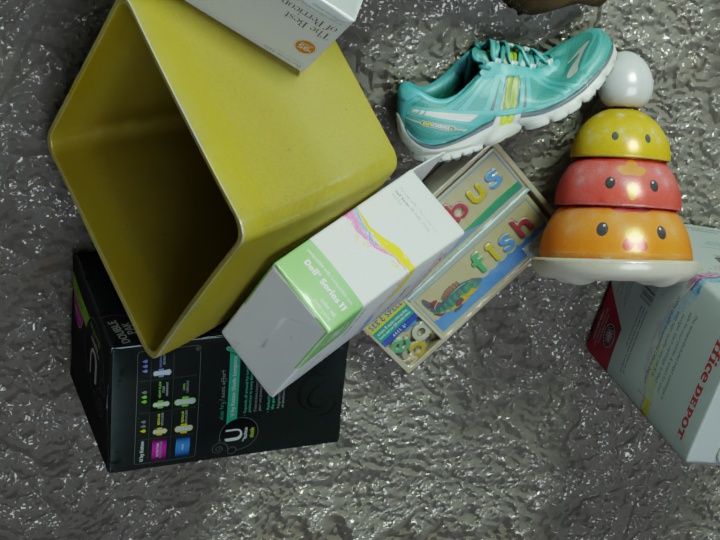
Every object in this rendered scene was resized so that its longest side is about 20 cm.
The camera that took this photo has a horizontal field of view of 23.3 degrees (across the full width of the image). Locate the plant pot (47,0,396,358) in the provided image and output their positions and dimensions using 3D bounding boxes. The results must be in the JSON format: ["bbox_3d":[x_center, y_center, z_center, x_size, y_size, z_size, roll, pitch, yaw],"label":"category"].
[{"bbox_3d":[-0.094,-0.085,1.309,0.175,0.201,0.200,-18,162,-35],"label":"plant pot"}]

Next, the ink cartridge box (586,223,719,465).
[{"bbox_3d":[0.329,0.068,1.593,0.143,0.200,0.147,7,116,-26],"label":"ink cartridge box"}]

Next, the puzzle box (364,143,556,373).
[{"bbox_3d":[0.075,-0.015,1.544,0.200,0.025,0.133,-43,126,5],"label":"puzzle box"}]

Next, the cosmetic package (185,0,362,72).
[{"bbox_3d":[-0.098,-0.221,1.211,0.199,0.051,0.082,30,148,-17],"label":"cosmetic package"}]

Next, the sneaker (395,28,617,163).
[{"bbox_3d":[0.122,-0.157,1.455,0.198,0.078,0.080,-24,117,-8],"label":"sneaker"}]

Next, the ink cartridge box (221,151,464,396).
[{"bbox_3d":[0.000,0.000,1.329,0.199,0.067,0.117,-36,172,-37],"label":"ink cartridge box"}]

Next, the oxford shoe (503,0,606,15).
[{"bbox_3d":[0.124,-0.242,1.406,0.198,0.073,0.085,5,129,-20],"label":"oxford shoe"}]

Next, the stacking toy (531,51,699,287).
[{"bbox_3d":[0.221,-0.088,1.509,0.145,0.146,0.203,0,91,-23],"label":"stacking toy"}]

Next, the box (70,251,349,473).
[{"bbox_3d":[-0.126,0.063,1.429,0.198,0.149,0.125,-6,123,-19],"label":"box"}]
